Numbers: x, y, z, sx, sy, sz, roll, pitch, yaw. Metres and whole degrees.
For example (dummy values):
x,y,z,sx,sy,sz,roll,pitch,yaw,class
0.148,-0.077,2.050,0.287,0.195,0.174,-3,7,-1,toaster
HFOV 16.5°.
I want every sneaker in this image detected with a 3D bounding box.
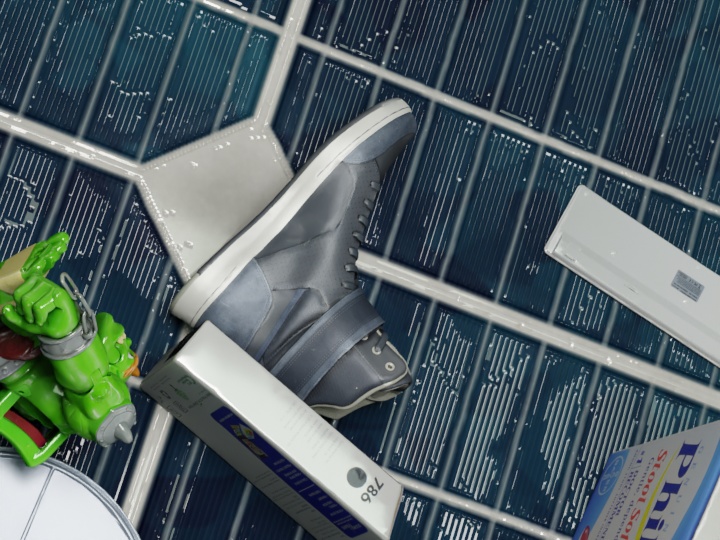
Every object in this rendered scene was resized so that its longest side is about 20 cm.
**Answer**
x,y,z,sx,sy,sz,roll,pitch,yaw,class
0.000,0.001,1.572,0.146,0.077,0.202,42,79,7,sneaker

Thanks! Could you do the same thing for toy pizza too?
x,y,z,sx,sy,sz,roll,pitch,yaw,class
-0.222,0.206,1.487,0.200,0.032,0.201,3,76,-12,toy pizza

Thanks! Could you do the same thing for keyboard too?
x,y,z,sx,sy,sz,roll,pitch,yaw,class
0.218,0.017,1.683,0.200,0.011,0.056,33,66,-9,keyboard

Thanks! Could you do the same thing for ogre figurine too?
x,y,z,sx,sy,sz,roll,pitch,yaw,class
-0.194,0.044,1.462,0.098,0.200,0.120,-48,117,-38,ogre figurine

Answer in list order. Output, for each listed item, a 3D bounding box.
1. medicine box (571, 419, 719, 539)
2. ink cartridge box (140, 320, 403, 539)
x,y,z,sx,sy,sz,roll,pitch,yaw,class
0.200,0.201,1.533,0.103,0.200,0.182,30,71,-10,medicine box
-0.042,0.116,1.530,0.200,0.099,0.039,43,68,-6,ink cartridge box
